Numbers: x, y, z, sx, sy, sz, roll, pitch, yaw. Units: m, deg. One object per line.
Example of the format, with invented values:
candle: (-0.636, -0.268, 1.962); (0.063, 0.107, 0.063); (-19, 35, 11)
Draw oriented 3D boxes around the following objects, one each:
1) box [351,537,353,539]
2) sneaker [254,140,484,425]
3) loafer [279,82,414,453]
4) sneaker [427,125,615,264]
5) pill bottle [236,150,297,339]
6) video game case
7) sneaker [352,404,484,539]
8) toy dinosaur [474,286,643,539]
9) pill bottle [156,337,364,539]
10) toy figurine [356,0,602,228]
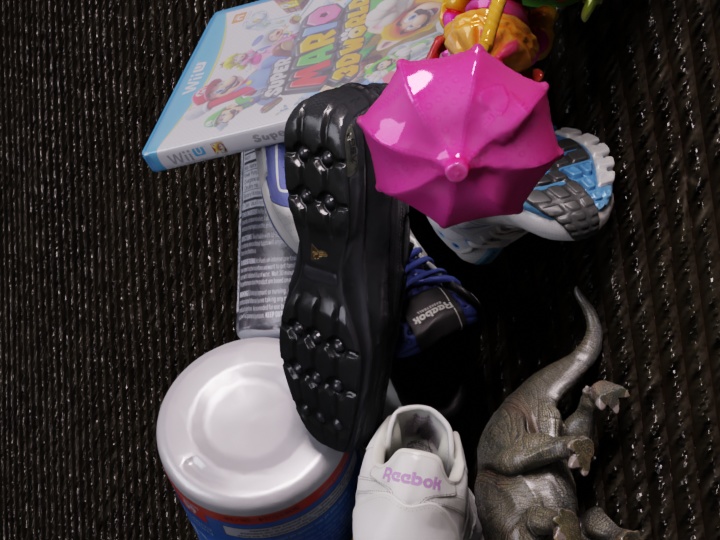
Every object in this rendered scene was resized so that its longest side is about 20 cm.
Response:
box: (0.011, 0.255, 1.136); (0.064, 0.070, 0.200); (49, 129, 53)
sneaker: (0.019, 0.004, 1.102); (0.115, 0.080, 0.200); (-13, 98, 68)
loafer: (0.000, 0.000, 1.013); (0.068, 0.070, 0.201); (20, 120, 39)
sneaker: (0.079, -0.039, 1.063); (0.200, 0.075, 0.087); (-140, 44, -61)
pill bottle: (-0.023, -0.053, 1.213); (0.106, 0.106, 0.201); (-14, 72, 63)
video game case: (-0.021, -0.126, 1.129); (0.200, 0.018, 0.143); (-11, 38, 29)
sneaker: (0.037, 0.118, 1.052); (0.200, 0.075, 0.100); (-54, -25, -83)
toy dinosaur: (0.090, 0.109, 0.994); (0.102, 0.077, 0.201); (-17, 75, 49)
pill bottle: (-0.047, 0.135, 1.156); (0.200, 0.112, 0.112); (75, 180, -55)
toy figurine: (0.059, -0.106, 0.961); (0.200, 0.150, 0.184); (109, -178, -73)
